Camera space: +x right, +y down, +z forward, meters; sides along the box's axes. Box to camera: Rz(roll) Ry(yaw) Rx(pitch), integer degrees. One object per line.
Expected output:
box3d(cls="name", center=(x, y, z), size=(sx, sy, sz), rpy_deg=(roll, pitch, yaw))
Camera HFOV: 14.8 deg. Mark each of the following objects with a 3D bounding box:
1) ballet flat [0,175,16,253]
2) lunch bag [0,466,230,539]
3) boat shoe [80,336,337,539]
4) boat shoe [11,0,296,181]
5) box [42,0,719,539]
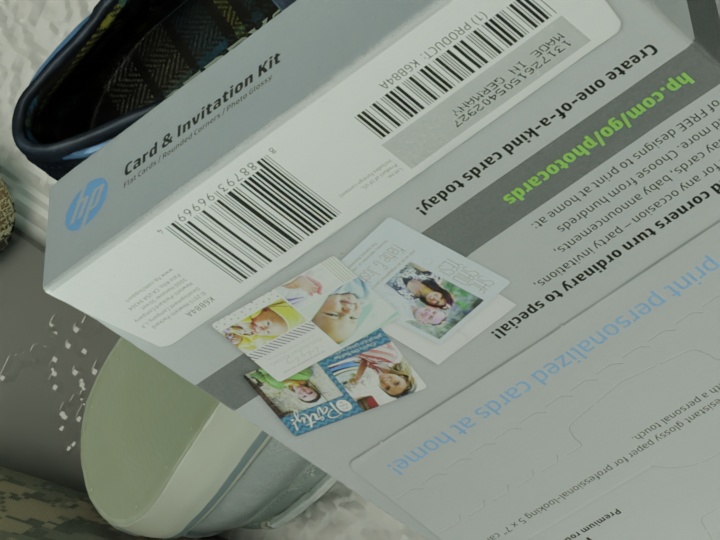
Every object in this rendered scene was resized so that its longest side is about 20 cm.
box3d(cls="ballet flat", center=(-0.206, -0.025, 0.821), size=(0.200, 0.075, 0.068), rpy_deg=(17, 118, 3))
box3d(cls="lunch bag", center=(-0.109, 0.168, 0.802), size=(0.164, 0.118, 0.200), rpy_deg=(16, 108, 19))
box3d(cls="boat shoe", center=(0.000, 0.001, 0.753), size=(0.201, 0.072, 0.070), rpy_deg=(-50, 49, 31))
box3d(cls="boat shoe", center=(-0.013, -0.082, 0.749), size=(0.200, 0.069, 0.084), rpy_deg=(-48, 62, 20))
box3d(cls="box", center=(0.050, 0.004, 0.670), size=(0.156, 0.200, 0.041), rpy_deg=(-35, 36, 28))
